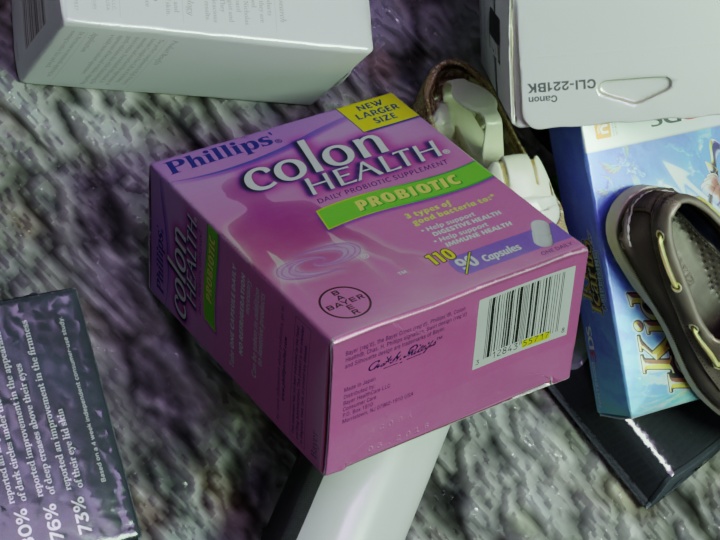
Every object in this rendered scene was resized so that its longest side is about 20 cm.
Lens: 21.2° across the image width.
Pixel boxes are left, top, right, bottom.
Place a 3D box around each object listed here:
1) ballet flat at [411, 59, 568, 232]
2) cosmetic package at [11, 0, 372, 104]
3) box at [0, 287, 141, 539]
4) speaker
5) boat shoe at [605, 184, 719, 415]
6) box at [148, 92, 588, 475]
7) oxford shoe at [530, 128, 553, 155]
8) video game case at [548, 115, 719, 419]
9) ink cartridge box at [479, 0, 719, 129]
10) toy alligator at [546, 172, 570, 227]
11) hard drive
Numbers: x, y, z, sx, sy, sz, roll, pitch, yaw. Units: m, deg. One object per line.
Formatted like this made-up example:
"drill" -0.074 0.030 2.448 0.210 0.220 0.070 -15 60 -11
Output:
"ballet flat" 0.082 -0.061 1.212 0.070 0.065 0.200 -14 49 -20
"cosmetic package" -0.103 -0.156 1.183 0.200 0.102 0.074 1 74 -26
"box" -0.238 0.106 1.031 0.200 0.104 0.148 -10 79 -27
"speaker" -0.008 0.141 1.143 0.081 0.081 0.200 31 64 -14
"boat shoe" 0.228 0.030 1.189 0.072 0.060 0.200 -42 108 -16
"box" 0.000 0.000 1.124 0.176 0.097 0.200 -19 41 -28
"oxford shoe" 0.203 -0.088 1.330 0.200 0.084 0.073 21 110 -10
"video game case" 0.223 -0.021 1.243 0.181 0.045 0.200 -13 96 -22
"ink cartridge box" 0.154 -0.153 1.205 0.144 0.200 0.084 -4 107 -1
"toy alligator" 0.134 -0.040 1.269 0.200 0.059 0.054 -33 131 -10
"hard drive" 0.223 0.052 1.305 0.200 0.042 0.135 -40 93 -30
